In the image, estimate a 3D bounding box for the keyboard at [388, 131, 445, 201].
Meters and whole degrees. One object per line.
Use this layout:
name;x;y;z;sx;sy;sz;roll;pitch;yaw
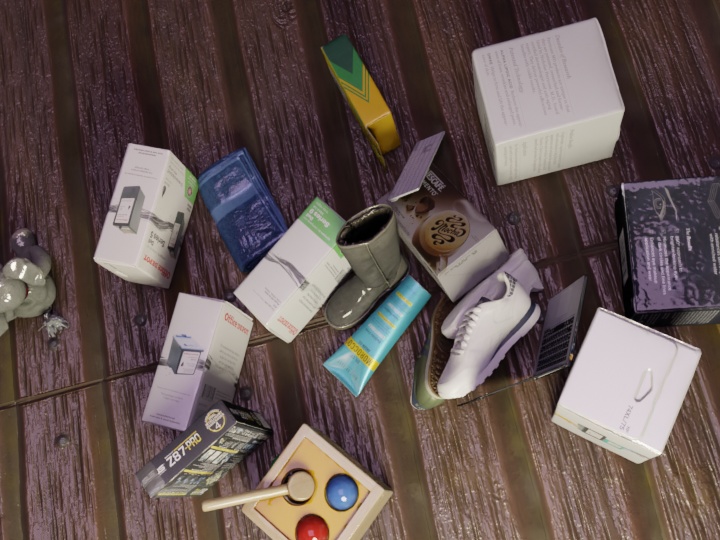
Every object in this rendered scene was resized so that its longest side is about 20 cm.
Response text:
keyboard;0.092;-0.169;1.330;0.056;0.201;0.011;-25;113;32

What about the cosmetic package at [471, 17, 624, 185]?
cosmetic package;0.290;-0.260;1.311;0.196;0.165;0.168;-13;72;6

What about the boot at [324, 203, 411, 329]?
boot;-0.002;-0.001;1.275;0.181;0.200;0.073;-43;71;-3

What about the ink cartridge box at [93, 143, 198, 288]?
ink cartridge box;-0.354;-0.087;1.396;0.082;0.146;0.204;10;77;12

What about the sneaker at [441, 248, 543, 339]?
sneaker;0.209;0.053;1.265;0.199;0.075;0.089;-39;90;-27

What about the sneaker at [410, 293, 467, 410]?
sneaker;0.117;0.126;1.285;0.066;0.090;0.202;26;50;-10

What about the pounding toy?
pounding toy;-0.090;0.337;1.229;0.199;0.142;0.185;35;83;17

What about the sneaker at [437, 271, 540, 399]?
sneaker;0.168;0.095;1.188;0.081;0.076;0.200;48;72;-18

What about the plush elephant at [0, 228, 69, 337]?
plush elephant;-0.597;0.026;1.405;0.199;0.155;0.165;40;85;19

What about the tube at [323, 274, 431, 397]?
tube;0.031;0.099;1.327;0.077;0.050;0.201;40;90;26

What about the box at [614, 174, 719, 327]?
box;0.488;-0.026;1.232;0.196;0.118;0.201;-3;74;11

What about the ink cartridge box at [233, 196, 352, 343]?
ink cartridge box;-0.092;0.003;1.320;0.084;0.146;0.201;40;85;17

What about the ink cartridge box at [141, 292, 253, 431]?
ink cartridge box;-0.250;0.154;1.309;0.084;0.147;0.204;9;76;15

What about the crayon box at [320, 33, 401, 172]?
crayon box;0.010;-0.277;1.390;0.050;0.127;0.202;-28;72;2

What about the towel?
towel;-0.200;-0.103;1.423;0.110;0.049;0.202;-30;72;2

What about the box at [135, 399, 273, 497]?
box;-0.225;0.271;1.244;0.161;0.200;0.049;-42;73;-2

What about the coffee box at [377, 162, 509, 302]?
coffee box;0.125;-0.065;1.296;0.112;0.080;0.201;-36;48;1

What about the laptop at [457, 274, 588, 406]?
laptop;0.229;0.107;1.197;0.114;0.187;0.204;15;77;0

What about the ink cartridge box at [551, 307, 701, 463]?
ink cartridge box;0.362;0.165;1.160;0.144;0.200;0.149;24;80;16
